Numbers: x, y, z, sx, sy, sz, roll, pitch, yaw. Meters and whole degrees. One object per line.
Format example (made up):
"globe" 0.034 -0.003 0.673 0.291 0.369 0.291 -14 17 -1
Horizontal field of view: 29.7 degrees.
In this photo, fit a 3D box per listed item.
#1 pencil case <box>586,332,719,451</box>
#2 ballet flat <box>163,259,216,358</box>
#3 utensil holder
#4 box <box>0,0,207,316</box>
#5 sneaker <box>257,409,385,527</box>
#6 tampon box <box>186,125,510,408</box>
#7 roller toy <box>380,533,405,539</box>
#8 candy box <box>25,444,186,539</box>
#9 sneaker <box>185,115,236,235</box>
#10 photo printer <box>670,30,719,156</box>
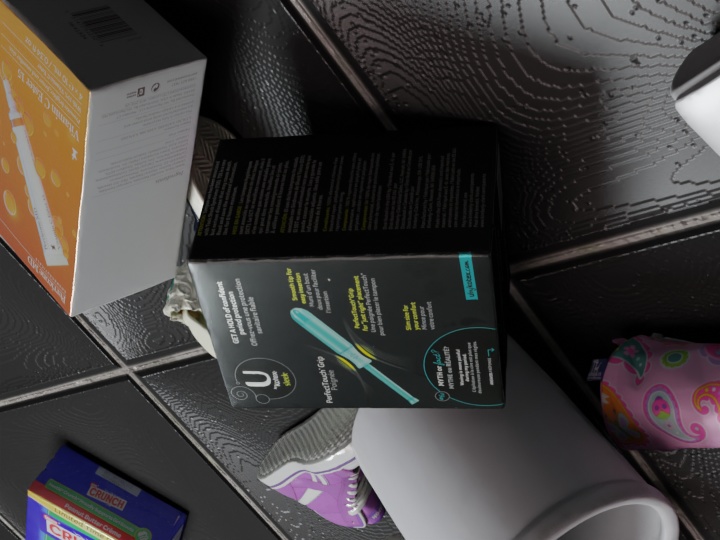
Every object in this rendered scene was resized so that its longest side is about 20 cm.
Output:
"pencil case" 0.261 0.083 0.929 0.198 0.088 0.088 -3 131 38
"ballet flat" -0.085 0.067 1.169 0.199 0.072 0.072 33 143 -2
"utensil holder" 0.107 0.160 0.990 0.200 0.168 0.171 52 160 42
"box" -0.195 -0.091 0.981 0.124 0.097 0.202 42 137 30
"sneaker" -0.007 0.182 1.243 0.114 0.073 0.200 37 153 -11
"tampon box" 0.000 0.000 0.937 0.197 0.127 0.151 -1 134 10
"roller toy" 0.085 0.302 1.112 0.197 0.142 0.182 12 175 -12
"candy box" -0.302 0.314 1.583 0.168 0.077 0.201 29 141 6
"sneaker" -0.109 -0.032 1.069 0.084 0.075 0.201 -5 127 39
"photo printer" 0.293 -0.076 0.739 0.200 0.070 0.166 42 142 -12
